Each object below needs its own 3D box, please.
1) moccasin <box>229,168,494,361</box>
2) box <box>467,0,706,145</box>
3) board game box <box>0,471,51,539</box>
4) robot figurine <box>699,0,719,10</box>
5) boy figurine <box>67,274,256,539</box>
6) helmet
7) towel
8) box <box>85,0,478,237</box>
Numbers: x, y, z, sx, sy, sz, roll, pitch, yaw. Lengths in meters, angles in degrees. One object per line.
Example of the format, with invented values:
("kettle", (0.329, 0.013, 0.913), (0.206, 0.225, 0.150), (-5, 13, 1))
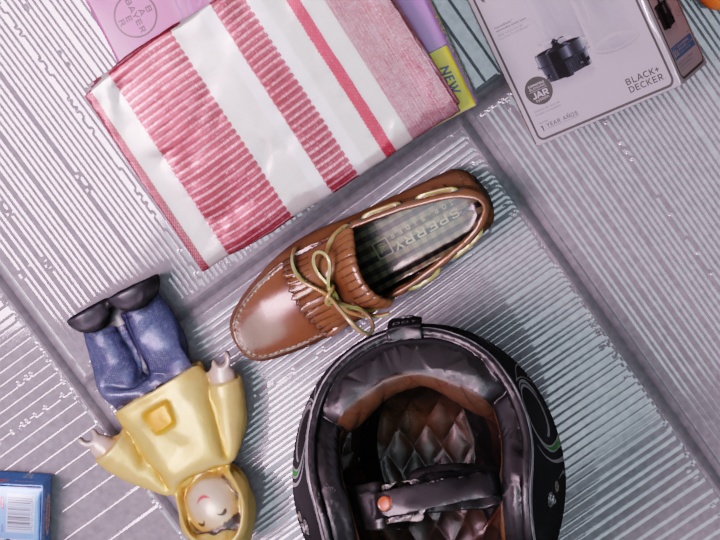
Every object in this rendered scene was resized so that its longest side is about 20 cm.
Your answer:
("moccasin", (0.001, 0.002, 1.200), (0.201, 0.078, 0.074), (-24, 97, 6))
("box", (0.129, -0.197, 1.149), (0.116, 0.060, 0.201), (-23, 98, 34))
("board game box", (-0.325, 0.217, 1.273), (0.199, 0.037, 0.152), (4, 100, 1))
("robot figurine", (0.261, -0.243, 1.130), (0.200, 0.117, 0.144), (41, 86, -3))
("boy figurine", (-0.136, 0.109, 1.234), (0.124, 0.064, 0.201), (-24, 94, 4))
("helmet", (0.045, 0.139, 1.167), (0.199, 0.191, 0.201), (-2, 69, 6))
("towel", (-0.057, -0.109, 1.118), (0.199, 0.023, 0.144), (-32, 99, 9))
("box", (-0.048, -0.146, 1.169), (0.199, 0.097, 0.177), (-26, 97, 6))
